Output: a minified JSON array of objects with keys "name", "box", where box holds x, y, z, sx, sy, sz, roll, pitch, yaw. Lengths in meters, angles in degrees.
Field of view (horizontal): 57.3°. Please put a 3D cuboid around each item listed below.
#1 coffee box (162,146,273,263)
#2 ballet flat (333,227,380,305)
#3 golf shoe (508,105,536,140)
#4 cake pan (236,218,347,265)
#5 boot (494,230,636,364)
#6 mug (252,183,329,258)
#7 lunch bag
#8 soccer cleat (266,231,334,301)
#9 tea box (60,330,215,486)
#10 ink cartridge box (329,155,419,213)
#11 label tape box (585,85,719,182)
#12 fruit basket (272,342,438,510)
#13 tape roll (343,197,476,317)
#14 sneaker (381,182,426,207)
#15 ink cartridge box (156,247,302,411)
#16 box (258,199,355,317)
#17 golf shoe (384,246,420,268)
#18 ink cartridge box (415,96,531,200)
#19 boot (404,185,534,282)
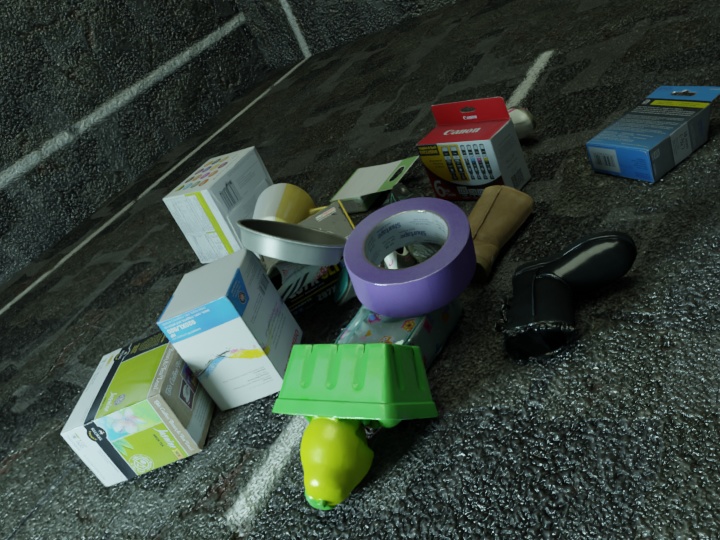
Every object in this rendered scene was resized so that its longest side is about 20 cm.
[{"name":"coffee box","box":[-0.342,-0.163,1.687,0.194,0.203,0.201,-3,35,41]},{"name":"ballet flat","box":[0.000,0.000,1.167,0.062,0.202,0.069,10,49,-9]},{"name":"golf shoe","box":[0.306,-0.304,1.455,0.092,0.073,0.199,-45,20,-18]},{"name":"cake pan","box":[-0.114,-0.048,1.109,0.194,0.038,0.200,11,10,-2]},{"name":"boot","box":[0.277,0.037,0.890,0.194,0.074,0.164,-21,25,31]},{"name":"mug","box":[-0.168,-0.102,1.451,0.186,0.149,0.154,-39,18,26]},{"name":"lunch bag","box":[0.052,0.089,1.012,0.157,0.078,0.201,0,39,43]},{"name":"soccer cleat","box":[-0.120,-0.002,1.207,0.199,0.085,0.069,-40,69,-4]},{"name":"tea box","box":[-0.359,0.221,1.120,0.192,0.136,0.202,-22,28,13]},{"name":"ink cartridge box","box":[0.039,-0.199,1.551,0.196,0.049,0.146,-3,37,40]},{"name":"label tape box","box":[0.517,-0.241,1.144,0.198,0.064,0.144,-36,27,-13]},{"name":"fruit basket","box":[-0.013,0.200,0.860,0.211,0.154,0.223,-7,78,34]},{"name":"tape roll","box":[0.075,-0.024,1.000,0.194,0.067,0.203,-13,40,11]},{"name":"sneaker","box":[0.098,-0.122,1.355,0.079,0.076,0.200,-44,21,-4]},{"name":"ink cartridge box","box":[-0.211,0.100,1.110,0.141,0.203,0.149,-20,27,18]},{"name":"box","box":[-0.089,-0.023,1.292,0.196,0.050,0.162,-29,61,-1]},{"name":"golf shoe","box":[0.087,-0.043,1.197,0.075,0.089,0.202,-18,28,22]},{"name":"ink cartridge box","box":[0.214,-0.236,1.303,0.084,0.179,0.197,-42,29,-28]},{"name":"boot","box":[0.188,-0.080,1.149,0.172,0.067,0.201,25,53,18]}]
